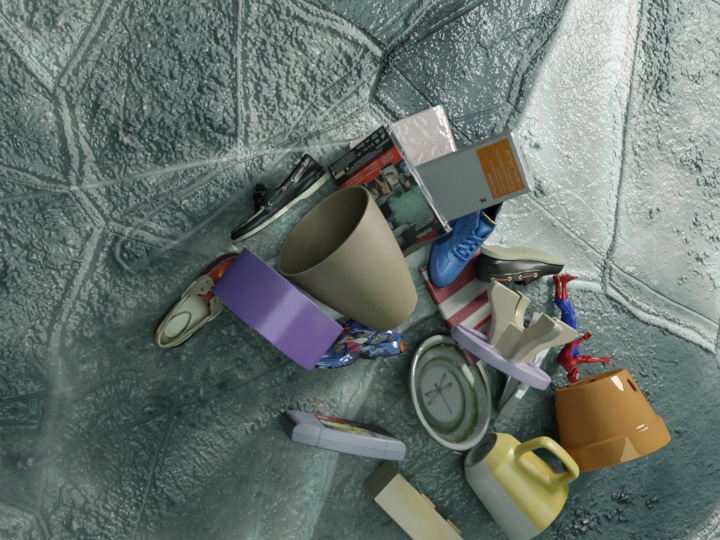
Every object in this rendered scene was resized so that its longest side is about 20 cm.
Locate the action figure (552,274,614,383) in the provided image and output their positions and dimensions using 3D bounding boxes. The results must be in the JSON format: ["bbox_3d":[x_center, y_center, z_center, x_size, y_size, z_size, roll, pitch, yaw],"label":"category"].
[{"bbox_3d":[0.415,0.109,1.391,0.097,0.065,0.203,-3,95,-3],"label":"action figure"}]

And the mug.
[{"bbox_3d":[0.280,0.363,1.337,0.186,0.149,0.153,-44,95,5],"label":"mug"}]

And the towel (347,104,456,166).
[{"bbox_3d":[0.091,-0.162,1.301,0.189,0.032,0.202,-23,102,-13],"label":"towel"}]

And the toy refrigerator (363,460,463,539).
[{"bbox_3d":[0.101,0.435,1.326,0.070,0.076,0.200,-44,103,-8],"label":"toy refrigerator"}]

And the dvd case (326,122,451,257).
[{"bbox_3d":[0.045,-0.121,1.232,0.022,0.145,0.201,-32,91,-50],"label":"dvd case"}]

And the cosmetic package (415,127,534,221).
[{"bbox_3d":[0.175,-0.149,1.223,0.198,0.071,0.103,-20,100,22],"label":"cosmetic package"}]

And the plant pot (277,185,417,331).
[{"bbox_3d":[0.000,0.000,1.200,0.188,0.187,0.200,-48,118,-7],"label":"plant pot"}]

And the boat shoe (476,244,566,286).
[{"bbox_3d":[0.288,-0.007,1.340,0.199,0.073,0.064,1,108,-34],"label":"boat shoe"}]

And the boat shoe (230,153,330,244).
[{"bbox_3d":[-0.143,-0.121,1.220,0.199,0.074,0.066,-38,100,-10],"label":"boat shoe"}]

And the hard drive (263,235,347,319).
[{"bbox_3d":[-0.071,0.023,1.274,0.198,0.025,0.134,-18,98,-13],"label":"hard drive"}]

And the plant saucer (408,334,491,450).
[{"bbox_3d":[0.148,0.217,1.311,0.198,0.050,0.203,17,62,-34],"label":"plant saucer"}]

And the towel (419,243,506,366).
[{"bbox_3d":[0.200,0.050,1.339,0.143,0.023,0.202,-33,101,-23],"label":"towel"}]

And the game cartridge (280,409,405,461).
[{"bbox_3d":[-0.029,0.277,1.249,0.197,0.133,0.041,14,91,-16],"label":"game cartridge"}]

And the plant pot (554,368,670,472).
[{"bbox_3d":[0.442,0.267,1.357,0.198,0.200,0.142,-17,82,-13],"label":"plant pot"}]

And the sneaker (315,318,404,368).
[{"bbox_3d":[-0.024,0.121,1.279,0.198,0.075,0.080,-9,88,-23],"label":"sneaker"}]

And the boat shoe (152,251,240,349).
[{"bbox_3d":[-0.257,0.049,1.207,0.200,0.063,0.071,-44,102,-10],"label":"boat shoe"}]

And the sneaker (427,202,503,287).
[{"bbox_3d":[0.184,-0.060,1.279,0.066,0.078,0.201,34,82,-23],"label":"sneaker"}]

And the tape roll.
[{"bbox_3d":[-0.127,0.060,1.146,0.200,0.200,0.085,41,84,-14],"label":"tape roll"}]

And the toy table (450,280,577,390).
[{"bbox_3d":[0.266,0.108,1.264,0.199,0.184,0.118,27,100,-29],"label":"toy table"}]

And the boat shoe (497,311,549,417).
[{"bbox_3d":[0.293,0.170,1.371,0.069,0.071,0.202,29,90,12],"label":"boat shoe"}]
